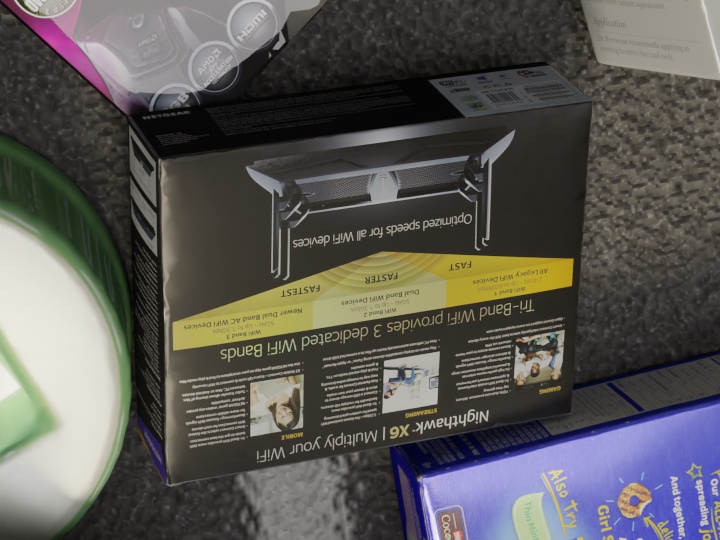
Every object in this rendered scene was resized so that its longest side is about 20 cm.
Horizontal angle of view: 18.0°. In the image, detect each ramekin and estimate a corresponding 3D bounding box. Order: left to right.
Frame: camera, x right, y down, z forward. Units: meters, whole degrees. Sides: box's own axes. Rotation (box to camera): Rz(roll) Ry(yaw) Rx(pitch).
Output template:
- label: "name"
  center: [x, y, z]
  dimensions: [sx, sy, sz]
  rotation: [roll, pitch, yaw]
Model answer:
- label: "ramekin"
  center: [-0.191, 0.041, 0.975]
  dimensions: [0.199, 0.098, 0.201]
  rotation: [-3, 106, -12]

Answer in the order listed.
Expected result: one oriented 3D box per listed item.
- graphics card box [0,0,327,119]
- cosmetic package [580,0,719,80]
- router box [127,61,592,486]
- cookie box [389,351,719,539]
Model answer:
- label: "graphics card box"
  center: [-0.110, -0.158, 0.967]
  dimensions: [0.126, 0.051, 0.200]
  rotation: [-46, 110, 2]
- label: "cosmetic package"
  center: [0.130, -0.188, 0.981]
  dimensions: [0.074, 0.102, 0.201]
  rotation: [-24, 110, -23]
- label: "router box"
  center: [0.000, 0.000, 1.005]
  dimensions: [0.199, 0.052, 0.158]
  rotation: [-8, 118, -19]
- label: "cookie box"
  center: [0.127, 0.141, 1.087]
  dimensions: [0.199, 0.075, 0.172]
  rotation: [-13, 107, -9]
